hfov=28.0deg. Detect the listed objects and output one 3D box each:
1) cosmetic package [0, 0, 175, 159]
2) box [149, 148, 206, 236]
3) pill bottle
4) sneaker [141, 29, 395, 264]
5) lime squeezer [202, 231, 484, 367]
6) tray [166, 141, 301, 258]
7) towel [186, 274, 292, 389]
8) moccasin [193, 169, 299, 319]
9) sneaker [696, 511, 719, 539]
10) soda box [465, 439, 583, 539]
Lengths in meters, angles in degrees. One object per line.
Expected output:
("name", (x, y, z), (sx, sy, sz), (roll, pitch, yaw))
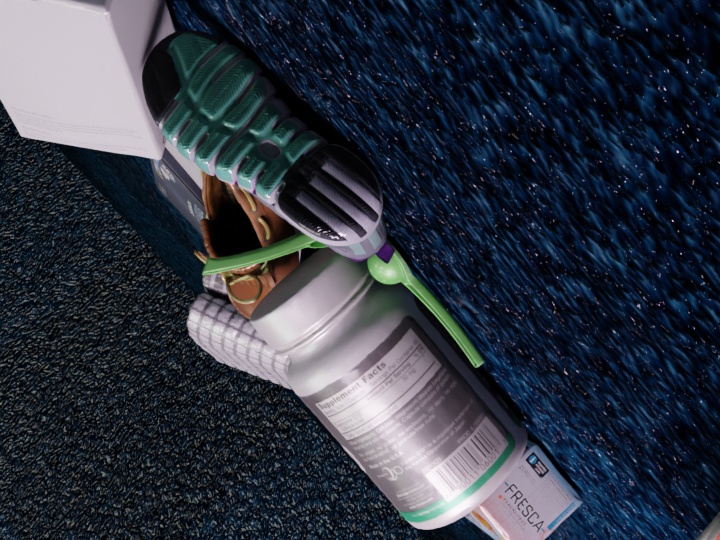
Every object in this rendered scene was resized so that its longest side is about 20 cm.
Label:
("cosmetic package", (-0.189, -0.157, 0.947), (0.112, 0.081, 0.200), (10, 158, 5))
("box", (-0.135, -0.060, 1.396), (0.158, 0.051, 0.200), (47, 171, 2))
("pill bottle", (0.019, 0.080, 1.044), (0.200, 0.113, 0.113), (50, 171, -10))
("sneaker", (-0.061, -0.071, 0.920), (0.200, 0.074, 0.088), (44, 175, 24))
("lime squeezer", (0.000, 0.000, 0.969), (0.199, 0.071, 0.038), (20, 149, -8))
("tray", (-0.115, -0.084, 1.169), (0.200, 0.022, 0.108), (49, 155, 20))
("towel", (-0.054, 0.059, 1.288), (0.165, 0.086, 0.200), (21, 171, 9))
("moccasin", (-0.086, -0.024, 1.068), (0.074, 0.078, 0.202), (33, 150, 14))
("sneaker", (0.202, 0.179, 0.713), (0.082, 0.077, 0.200), (36, 167, 28))
("soda box", (0.099, 0.162, 1.160), (0.064, 0.068, 0.200), (50, 172, -15))
